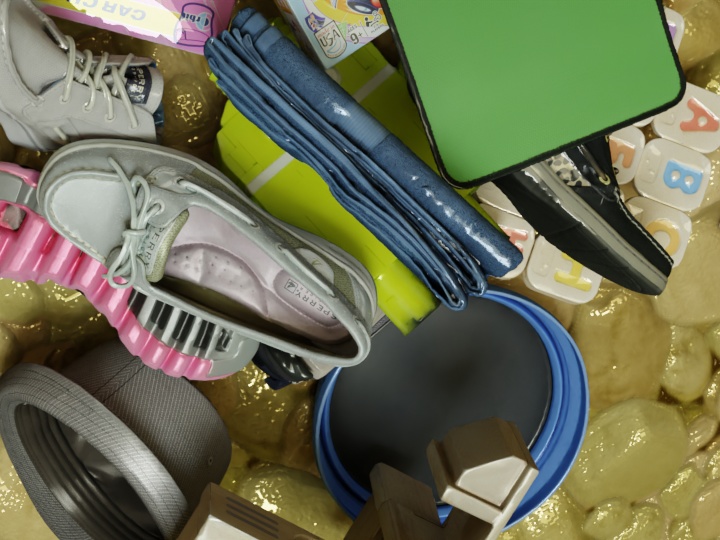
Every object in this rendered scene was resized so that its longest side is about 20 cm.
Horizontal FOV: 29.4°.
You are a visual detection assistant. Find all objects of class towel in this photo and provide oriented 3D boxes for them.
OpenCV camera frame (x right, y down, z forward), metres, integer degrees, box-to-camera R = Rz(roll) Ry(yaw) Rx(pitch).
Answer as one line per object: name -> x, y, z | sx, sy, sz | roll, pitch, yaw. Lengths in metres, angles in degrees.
towel -> -0.001, -0.058, 0.753 | 0.200, 0.112, 0.049 | 42, 93, 0

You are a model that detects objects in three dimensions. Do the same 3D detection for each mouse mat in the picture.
mouse mat -> 0.085, -0.162, 0.753 | 0.160, 0.008, 0.201 | -21, 97, -14

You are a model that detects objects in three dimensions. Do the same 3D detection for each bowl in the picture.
bowl -> 0.062, 0.099, 0.962 | 0.199, 0.039, 0.202 | -5, 113, -13

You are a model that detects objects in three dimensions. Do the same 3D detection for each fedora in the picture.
fedora -> -0.143, 0.116, 0.869 | 0.090, 0.176, 0.201 | -44, 147, -31

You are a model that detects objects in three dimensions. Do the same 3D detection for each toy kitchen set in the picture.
toy kitchen set -> -0.011, 0.139, 0.834 | 0.180, 0.200, 0.164 | 29, 102, -13

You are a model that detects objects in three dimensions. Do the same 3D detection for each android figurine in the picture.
android figurine -> -0.006, -0.064, 0.830 | 0.182, 0.041, 0.200 | -40, 87, -16

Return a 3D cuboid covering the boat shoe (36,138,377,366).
boat shoe -> -0.083, -0.008, 0.747 | 0.201, 0.065, 0.075 | 28, 108, -9

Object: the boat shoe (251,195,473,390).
boat shoe -> 0.000, 0.000, 0.895 | 0.200, 0.093, 0.075 | -39, 94, -26

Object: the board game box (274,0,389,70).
board game box -> 0.025, -0.223, 0.762 | 0.199, 0.034, 0.135 | -35, 115, -8

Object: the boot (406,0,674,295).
boot -> 0.143, -0.098, 0.810 | 0.203, 0.073, 0.154 | 41, 80, -16

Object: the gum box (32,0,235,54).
gum box -> -0.162, -0.203, 0.764 | 0.199, 0.066, 0.114 | 12, 106, -19

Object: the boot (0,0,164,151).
boot -> -0.153, -0.109, 0.736 | 0.095, 0.200, 0.074 | 4, 83, -1

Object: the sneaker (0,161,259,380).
sneaker -> -0.147, -0.007, 0.828 | 0.199, 0.095, 0.079 | 32, 96, -10

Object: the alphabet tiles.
alphabet tiles -> 0.133, -0.086, 0.875 | 0.194, 0.015, 0.201 | 20, 86, -5
